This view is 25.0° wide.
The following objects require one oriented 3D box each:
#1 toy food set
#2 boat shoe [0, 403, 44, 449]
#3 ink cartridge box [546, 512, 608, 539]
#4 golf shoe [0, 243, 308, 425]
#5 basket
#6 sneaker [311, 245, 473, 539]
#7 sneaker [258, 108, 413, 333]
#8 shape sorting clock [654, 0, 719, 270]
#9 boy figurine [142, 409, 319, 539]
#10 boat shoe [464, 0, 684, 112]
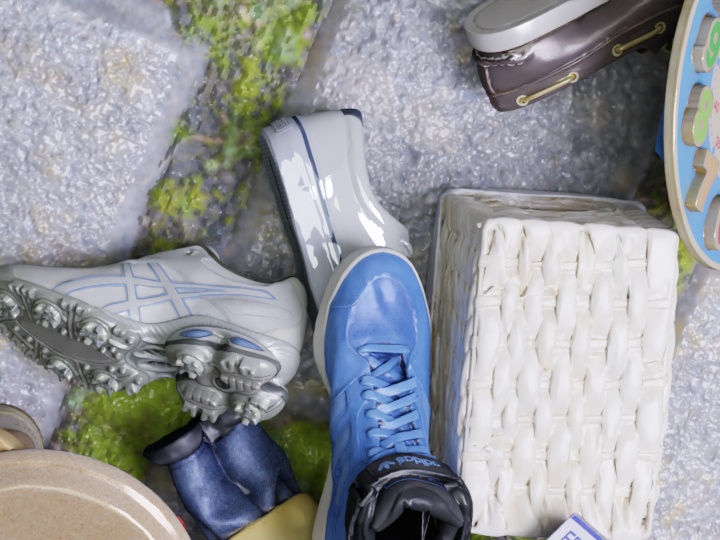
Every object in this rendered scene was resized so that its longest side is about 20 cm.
[{"bbox_3d":[-0.188,0.188,0.924,0.198,0.049,0.200,12,109,-10],"label":"toy food set"},{"bbox_3d":[-0.280,0.146,0.957,0.199,0.065,0.072,-34,100,-3],"label":"boat shoe"},{"bbox_3d":[0.093,0.242,0.978,0.200,0.047,0.198,-46,133,2],"label":"ink cartridge box"},{"bbox_3d":[-0.125,0.023,0.964,0.198,0.079,0.098,16,52,10],"label":"golf shoe"},{"bbox_3d":[0.112,0.057,0.970,0.134,0.123,0.202,3,97,-8],"label":"basket"},{"bbox_3d":[0.021,0.091,0.898,0.076,0.111,0.202,4,96,-24],"label":"sneaker"},{"bbox_3d":[0.000,0.000,0.974,0.070,0.073,0.202,-18,102,-9],"label":"sneaker"},{"bbox_3d":[0.225,-0.100,0.949,0.039,0.199,0.202,4,99,33],"label":"shape sorting clock"},{"bbox_3d":[-0.045,0.172,0.978,0.124,0.064,0.201,-34,95,-29],"label":"boy figurine"},{"bbox_3d":[0.160,-0.157,0.979,0.199,0.072,0.060,-24,120,-10],"label":"boat shoe"}]
